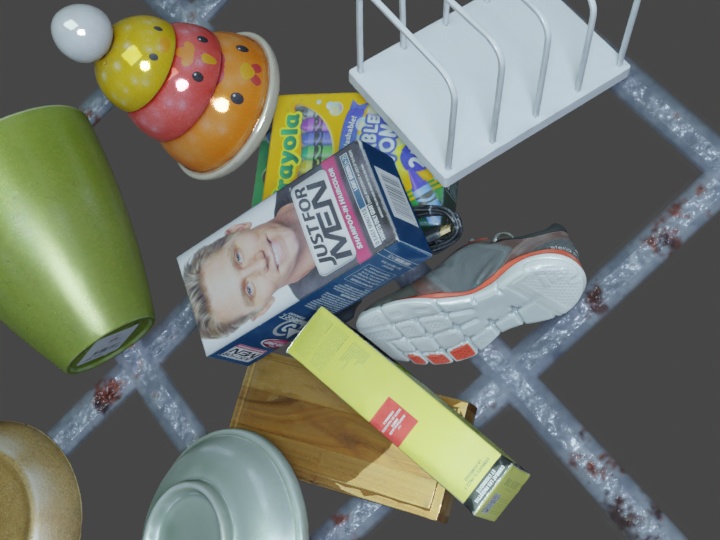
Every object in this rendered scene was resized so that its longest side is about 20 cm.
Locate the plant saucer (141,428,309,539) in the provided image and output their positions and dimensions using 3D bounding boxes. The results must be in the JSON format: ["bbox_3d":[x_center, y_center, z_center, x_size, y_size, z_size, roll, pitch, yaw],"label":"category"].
[{"bbox_3d":[-0.127,0.226,0.919,0.200,0.050,0.200,-16,66,40],"label":"plant saucer"}]

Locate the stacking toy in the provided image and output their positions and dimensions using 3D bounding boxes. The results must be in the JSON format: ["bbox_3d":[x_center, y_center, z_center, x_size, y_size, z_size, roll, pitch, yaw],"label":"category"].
[{"bbox_3d":[-0.184,-0.175,1.002,0.146,0.200,0.146,-19,62,40],"label":"stacking toy"}]

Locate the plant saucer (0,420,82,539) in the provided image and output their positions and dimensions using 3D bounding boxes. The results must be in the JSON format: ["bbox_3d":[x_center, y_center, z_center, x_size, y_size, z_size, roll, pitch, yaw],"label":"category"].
[{"bbox_3d":[-0.352,0.235,1.044,0.200,0.035,0.201,-6,72,18],"label":"plant saucer"}]

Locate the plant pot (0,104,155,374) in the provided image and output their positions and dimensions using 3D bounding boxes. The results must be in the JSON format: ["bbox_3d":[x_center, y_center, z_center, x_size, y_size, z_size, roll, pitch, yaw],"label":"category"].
[{"bbox_3d":[-0.277,-0.014,1.030,0.187,0.187,0.200,-36,81,7],"label":"plant pot"}]

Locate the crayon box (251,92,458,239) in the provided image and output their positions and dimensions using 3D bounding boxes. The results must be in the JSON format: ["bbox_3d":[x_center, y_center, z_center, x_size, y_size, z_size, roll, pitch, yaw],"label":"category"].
[{"bbox_3d":[-0.013,-0.092,1.012,0.200,0.052,0.126,0,74,20],"label":"crayon box"}]

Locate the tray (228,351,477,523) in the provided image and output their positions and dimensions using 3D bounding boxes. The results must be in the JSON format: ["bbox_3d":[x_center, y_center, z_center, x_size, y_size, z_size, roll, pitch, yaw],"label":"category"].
[{"bbox_3d":[-0.012,0.136,0.952,0.200,0.037,0.099,12,78,23],"label":"tray"}]

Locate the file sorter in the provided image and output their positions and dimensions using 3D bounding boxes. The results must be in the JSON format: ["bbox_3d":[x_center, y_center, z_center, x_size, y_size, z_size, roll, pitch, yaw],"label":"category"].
[{"bbox_3d":[0.108,-0.196,0.924,0.200,0.125,0.139,-32,64,-16],"label":"file sorter"}]

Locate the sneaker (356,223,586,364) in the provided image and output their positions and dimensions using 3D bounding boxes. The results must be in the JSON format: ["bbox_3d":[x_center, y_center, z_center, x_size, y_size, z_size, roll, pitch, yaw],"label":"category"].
[{"bbox_3d":[0.092,0.016,0.945,0.200,0.077,0.082,-17,38,21],"label":"sneaker"}]

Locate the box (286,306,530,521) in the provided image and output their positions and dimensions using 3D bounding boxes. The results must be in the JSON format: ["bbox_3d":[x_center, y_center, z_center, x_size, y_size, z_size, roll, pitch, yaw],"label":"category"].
[{"bbox_3d":[0.036,0.110,0.883,0.200,0.075,0.050,39,90,24],"label":"box"}]

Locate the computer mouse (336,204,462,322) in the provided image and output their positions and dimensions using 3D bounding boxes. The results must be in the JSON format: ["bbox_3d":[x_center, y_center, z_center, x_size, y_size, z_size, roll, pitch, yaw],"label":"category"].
[{"bbox_3d":[0.000,0.000,0.956,0.200,0.034,0.059,-32,78,29],"label":"computer mouse"}]

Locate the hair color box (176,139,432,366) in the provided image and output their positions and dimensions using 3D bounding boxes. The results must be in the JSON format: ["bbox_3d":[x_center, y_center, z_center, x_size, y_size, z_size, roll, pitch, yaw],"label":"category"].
[{"bbox_3d":[-0.050,-0.011,0.939,0.200,0.061,0.100,-32,64,22],"label":"hair color box"}]
